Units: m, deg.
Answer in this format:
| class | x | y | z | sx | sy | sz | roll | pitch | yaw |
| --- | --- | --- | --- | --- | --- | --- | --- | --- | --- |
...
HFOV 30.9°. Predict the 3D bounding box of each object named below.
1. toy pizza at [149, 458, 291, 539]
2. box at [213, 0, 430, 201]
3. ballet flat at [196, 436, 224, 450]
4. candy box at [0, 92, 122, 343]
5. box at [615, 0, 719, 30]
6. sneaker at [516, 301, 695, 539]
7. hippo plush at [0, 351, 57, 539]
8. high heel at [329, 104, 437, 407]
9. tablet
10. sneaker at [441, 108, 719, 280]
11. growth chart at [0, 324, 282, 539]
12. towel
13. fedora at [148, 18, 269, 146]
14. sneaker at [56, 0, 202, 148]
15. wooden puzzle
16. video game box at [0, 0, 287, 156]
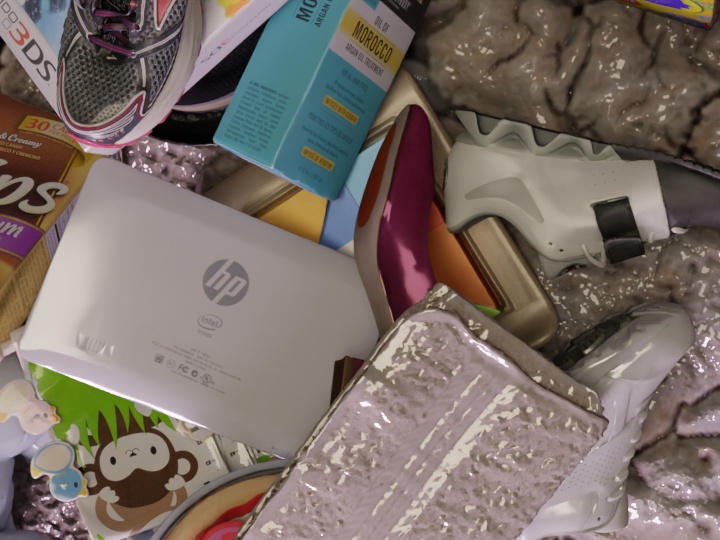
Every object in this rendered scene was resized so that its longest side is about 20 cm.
| class | x | y | z | sx | sy | sz | roll | pitch | yaw |
| --- | --- | --- | --- | --- | --- | --- | --- | --- | --- |
| toy pizza | -0.042 | 0.213 | 0.771 | 0.200 | 0.032 | 0.201 | -1 | 92 | -18 |
| box | -0.008 | -0.148 | 0.778 | 0.049 | 0.082 | 0.200 | 26 | 91 | 29 |
| ballet flat | -0.080 | 0.129 | 0.839 | 0.200 | 0.068 | 0.068 | 34 | 103 | 11 |
| candy box | -0.251 | -0.021 | 0.823 | 0.116 | 0.057 | 0.200 | 21 | 54 | 13 |
| box | 0.163 | -0.247 | 0.686 | 0.122 | 0.200 | 0.193 | 22 | 99 | 12 |
| sneaker | 0.138 | 0.105 | 0.786 | 0.099 | 0.078 | 0.200 | 43 | 108 | -1 |
| hippo plush | -0.267 | 0.118 | 0.845 | 0.159 | 0.200 | 0.161 | 13 | 78 | 30 |
| high heel | 0.043 | 0.005 | 0.775 | 0.096 | 0.067 | 0.201 | 11 | 87 | -12 |
| tablet | -0.089 | 0.027 | 0.784 | 0.200 | 0.014 | 0.130 | 22 | 84 | -9 |
| sneaker | 0.144 | -0.032 | 0.767 | 0.199 | 0.074 | 0.089 | 13 | 93 | 17 |
| growth chart | -0.125 | 0.099 | 0.788 | 0.145 | 0.018 | 0.200 | -34 | 89 | -18 |
| towel | 0.034 | 0.117 | 0.729 | 0.132 | 0.034 | 0.200 | 35 | 99 | -9 |
| fedora | -0.107 | -0.176 | 0.816 | 0.200 | 0.092 | 0.201 | 1 | 93 | 15 |
| sneaker | -0.122 | -0.163 | 0.689 | 0.080 | 0.075 | 0.201 | 20 | 99 | 12 |
| wooden puzzle | 0.000 | 0.000 | 0.827 | 0.185 | 0.037 | 0.200 | -32 | 85 | 15 |
| video game box | -0.133 | -0.198 | 0.751 | 0.200 | 0.047 | 0.182 | -39 | 85 | 14 |
